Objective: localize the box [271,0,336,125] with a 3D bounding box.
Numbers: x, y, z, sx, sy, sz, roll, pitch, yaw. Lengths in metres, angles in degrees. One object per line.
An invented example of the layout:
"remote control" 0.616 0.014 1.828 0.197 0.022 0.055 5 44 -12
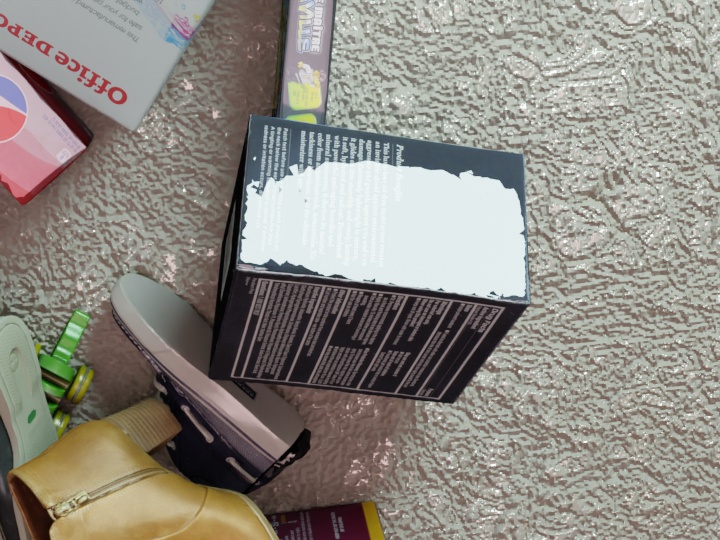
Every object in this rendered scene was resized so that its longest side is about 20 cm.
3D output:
"box" -0.038 -0.192 0.943 0.034 0.110 0.203 4 103 -7

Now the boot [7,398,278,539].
"boot" -0.152 0.198 0.938 0.202 0.143 0.071 49 137 9

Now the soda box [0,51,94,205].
"soda box" -0.287 -0.148 0.950 0.070 0.063 0.200 -40 105 4

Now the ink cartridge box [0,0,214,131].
"ink cartridge box" -0.155 -0.231 0.879 0.144 0.145 0.201 32 116 -12

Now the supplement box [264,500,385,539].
"supplement box" -0.076 0.266 1.060 0.197 0.086 0.112 -6 104 -5

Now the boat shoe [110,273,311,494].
"boat shoe" -0.139 0.101 1.025 0.200 0.075 0.093 45 112 -3

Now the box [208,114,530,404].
"box" 0.000 0.000 0.935 0.195 0.200 0.125 8 64 -9

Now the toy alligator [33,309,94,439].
"toy alligator" -0.266 0.124 1.022 0.059 0.054 0.202 29 99 -12

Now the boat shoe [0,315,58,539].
"boat shoe" -0.268 0.128 0.966 0.067 0.072 0.203 -2 111 14
